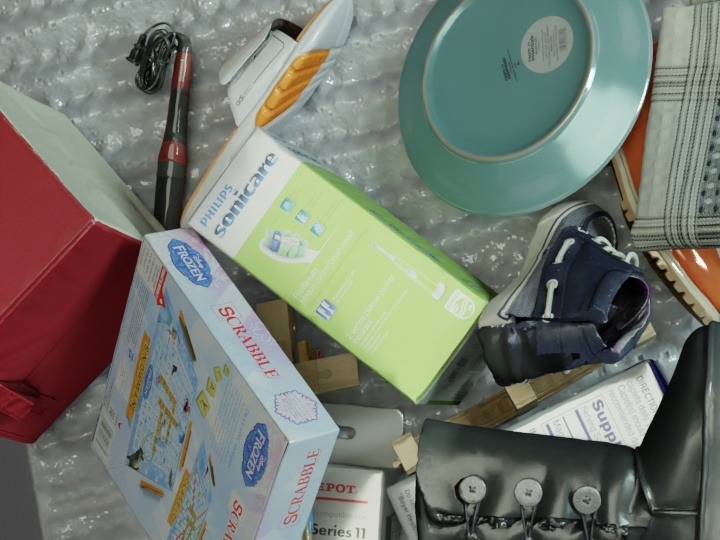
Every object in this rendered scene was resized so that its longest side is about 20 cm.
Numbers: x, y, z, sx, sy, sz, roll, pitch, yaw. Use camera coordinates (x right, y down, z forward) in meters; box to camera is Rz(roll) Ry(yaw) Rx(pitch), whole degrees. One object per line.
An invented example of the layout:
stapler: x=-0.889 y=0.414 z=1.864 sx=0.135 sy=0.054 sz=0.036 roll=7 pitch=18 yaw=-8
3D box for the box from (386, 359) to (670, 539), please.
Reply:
box: x=0.149 y=0.184 z=1.373 sx=0.199 sy=0.105 sz=0.185 roll=-27 pitch=79 yaw=10

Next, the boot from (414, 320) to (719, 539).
boot: x=0.134 y=0.111 z=1.302 sx=0.199 sy=0.066 sz=0.166 roll=2 pitch=83 yaw=18

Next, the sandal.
sandal: x=-0.082 y=-0.120 z=1.464 sx=0.059 sy=0.079 sz=0.207 roll=37 pitch=96 yaw=10

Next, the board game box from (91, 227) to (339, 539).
board game box: x=-0.102 y=0.111 z=1.364 sx=0.200 sy=0.041 sz=0.201 roll=52 pitch=139 yaw=35

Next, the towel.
towel: x=0.262 y=-0.111 z=1.302 sx=0.192 sy=0.034 sz=0.201 roll=-3 pitch=68 yaw=47

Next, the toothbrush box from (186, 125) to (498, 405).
toothbrush box: x=0.000 y=0.000 z=1.402 sx=0.200 sy=0.146 sz=0.086 roll=39 pitch=95 yaw=12

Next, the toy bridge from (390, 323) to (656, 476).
toy bridge: x=0.108 y=0.084 z=1.408 sx=0.199 sy=0.067 sz=0.027 roll=-30 pitch=80 yaw=1

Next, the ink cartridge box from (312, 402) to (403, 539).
ink cartridge box: x=-0.035 y=0.192 z=1.434 sx=0.116 sy=0.067 sz=0.201 roll=3 pitch=86 yaw=14

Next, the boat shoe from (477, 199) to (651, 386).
boat shoe: x=0.154 y=0.010 z=1.341 sx=0.092 sy=0.200 sz=0.075 roll=-9 pitch=115 yaw=30

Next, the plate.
plate: x=0.105 y=-0.136 z=1.410 sx=0.199 sy=0.026 sz=0.201 roll=-13 pitch=66 yaw=31

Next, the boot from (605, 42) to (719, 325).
boot: x=0.221 y=-0.064 z=1.396 sx=0.107 sy=0.075 sz=0.201 roll=-24 pitch=79 yaw=5

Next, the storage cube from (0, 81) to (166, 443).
storage cube: x=-0.254 y=-0.010 z=1.437 sx=0.180 sy=0.171 sz=0.200 roll=-46 pitch=68 yaw=6

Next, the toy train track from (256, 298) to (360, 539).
toy train track: x=-0.046 y=0.120 z=1.394 sx=0.114 sy=0.033 sz=0.201 roll=-11 pitch=73 yaw=19

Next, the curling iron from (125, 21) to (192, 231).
curling iron: x=-0.144 y=-0.080 z=1.505 sx=0.049 sy=0.026 sz=0.201 roll=-1 pitch=90 yaw=34
